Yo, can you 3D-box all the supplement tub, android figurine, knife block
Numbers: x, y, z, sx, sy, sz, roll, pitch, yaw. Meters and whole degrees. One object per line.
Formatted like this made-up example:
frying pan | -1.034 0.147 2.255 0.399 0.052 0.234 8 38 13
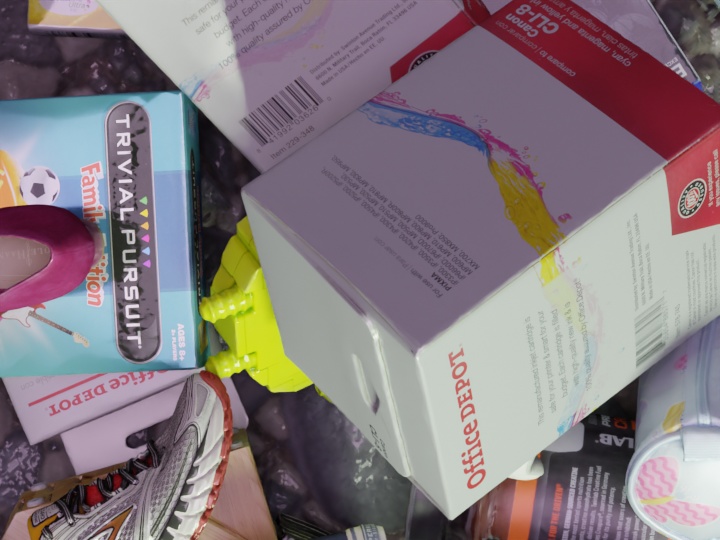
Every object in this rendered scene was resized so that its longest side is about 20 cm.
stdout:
supplement tub | 0.127 0.133 1.141 0.199 0.107 0.107 9 92 2
android figurine | 0.000 0.000 1.119 0.199 0.182 0.041 -23 49 -23
knife block | -0.087 0.188 1.164 0.199 0.064 0.176 -15 96 -4

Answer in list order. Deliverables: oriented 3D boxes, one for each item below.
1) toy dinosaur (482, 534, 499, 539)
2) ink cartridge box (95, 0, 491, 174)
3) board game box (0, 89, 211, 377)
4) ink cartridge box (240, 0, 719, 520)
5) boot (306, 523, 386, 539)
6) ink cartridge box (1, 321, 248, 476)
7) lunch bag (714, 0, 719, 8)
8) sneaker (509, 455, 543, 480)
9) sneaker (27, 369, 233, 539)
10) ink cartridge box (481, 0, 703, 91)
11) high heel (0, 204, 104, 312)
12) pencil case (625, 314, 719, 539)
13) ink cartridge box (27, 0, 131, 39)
toy dinosaur | 0.122 0.183 1.060 0.199 0.077 0.103 -1 48 -2
ink cartridge box | -0.038 -0.151 1.088 0.147 0.086 0.200 -34 119 15
board game box | -0.187 -0.018 1.115 0.199 0.047 0.152 -3 92 6
ink cartridge box | 0.066 -0.011 1.012 0.200 0.146 0.145 -36 54 -18
boot | -0.018 0.239 1.118 0.090 0.073 0.201 -10 103 -4
ink cartridge box | -0.154 0.023 1.172 0.115 0.068 0.201 -23 90 5
lunch bag | 0.245 -0.191 1.096 0.127 0.170 0.200 -32 87 0
sneaker | 0.098 0.042 1.114 0.081 0.200 0.075 11 136 27
sneaker | -0.132 0.139 1.084 0.082 0.078 0.200 32 94 -6
ink cartridge box | 0.122 -0.130 1.169 0.099 0.039 0.200 -34 90 3
high heel | -0.232 0.007 1.048 0.199 0.096 0.068 -7 92 5
pencil case | 0.190 0.053 1.092 0.083 0.200 0.091 13 131 3
ink cartridge box | -0.087 -0.231 1.175 0.197 0.047 0.201 3 94 3
